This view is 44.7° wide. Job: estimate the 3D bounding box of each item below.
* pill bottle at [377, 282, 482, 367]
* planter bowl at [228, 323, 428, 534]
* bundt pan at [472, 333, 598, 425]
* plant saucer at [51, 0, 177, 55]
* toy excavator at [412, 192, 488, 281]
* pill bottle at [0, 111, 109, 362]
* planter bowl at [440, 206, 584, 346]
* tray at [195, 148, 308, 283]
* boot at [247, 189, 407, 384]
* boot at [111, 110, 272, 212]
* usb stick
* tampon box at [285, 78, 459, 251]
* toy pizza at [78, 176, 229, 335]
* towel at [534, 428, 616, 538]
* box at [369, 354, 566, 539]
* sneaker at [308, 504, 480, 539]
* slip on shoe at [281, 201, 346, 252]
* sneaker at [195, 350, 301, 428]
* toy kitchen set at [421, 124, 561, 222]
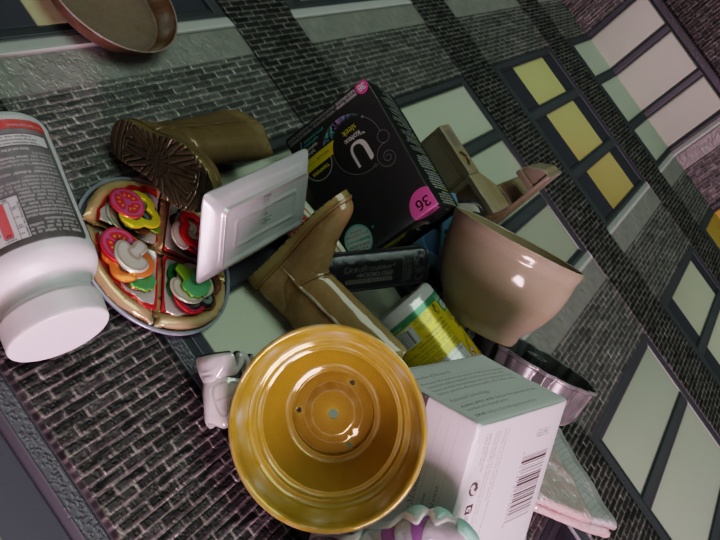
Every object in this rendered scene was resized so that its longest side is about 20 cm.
[{"bbox_3d":[0.105,0.128,1.157,0.201,0.112,0.113,52,34,1],"label":"pill bottle"},{"bbox_3d":[-0.030,0.152,0.887,0.202,0.199,0.083,52,4,0],"label":"planter bowl"},{"bbox_3d":[0.239,0.157,1.267,0.199,0.077,0.202,28,7,-4],"label":"bundt pan"},{"bbox_3d":[-0.329,-0.354,1.134,0.198,0.034,0.203,31,40,-30],"label":"plant saucer"},{"bbox_3d":[0.095,-0.081,1.338,0.194,0.199,0.100,2,20,1],"label":"toy excavator"},{"bbox_3d":[-0.308,-0.030,0.796,0.115,0.115,0.203,-6,64,-52],"label":"pill bottle"},{"bbox_3d":[0.189,0.018,1.207,0.197,0.137,0.200,26,10,-5],"label":"planter bowl"},{"bbox_3d":[-0.115,-0.063,1.004,0.022,0.110,0.199,22,31,23],"label":"tray"},{"bbox_3d":[-0.016,0.031,1.059,0.200,0.175,0.066,47,16,-3],"label":"boot"},{"bbox_3d":[-0.173,-0.142,1.051,0.174,0.067,0.198,37,28,23],"label":"boot"},{"bbox_3d":[0.000,0.000,1.139,0.195,0.057,0.033,-6,17,-25],"label":"usb stick"},{"bbox_3d":[0.018,-0.132,1.228,0.203,0.149,0.126,60,18,11],"label":"tampon box"},{"bbox_3d":[-0.222,-0.023,0.968,0.198,0.032,0.203,32,39,-30],"label":"toy pizza"},{"bbox_3d":[0.260,0.272,1.241,0.189,0.032,0.202,28,24,-32],"label":"towel"},{"bbox_3d":[0.109,0.219,0.976,0.129,0.204,0.198,23,16,37],"label":"box"},{"bbox_3d":[0.013,0.299,0.832,0.079,0.197,0.140,62,37,-17],"label":"sneaker"},{"bbox_3d":[-0.075,-0.047,1.150,0.200,0.061,0.074,48,-4,-27],"label":"slip on shoe"},{"bbox_3d":[-0.096,0.139,0.953,0.197,0.074,0.083,14,68,-45],"label":"sneaker"},{"bbox_3d":[0.232,-0.191,1.550,0.183,0.162,0.199,57,34,7],"label":"toy kitchen set"}]
